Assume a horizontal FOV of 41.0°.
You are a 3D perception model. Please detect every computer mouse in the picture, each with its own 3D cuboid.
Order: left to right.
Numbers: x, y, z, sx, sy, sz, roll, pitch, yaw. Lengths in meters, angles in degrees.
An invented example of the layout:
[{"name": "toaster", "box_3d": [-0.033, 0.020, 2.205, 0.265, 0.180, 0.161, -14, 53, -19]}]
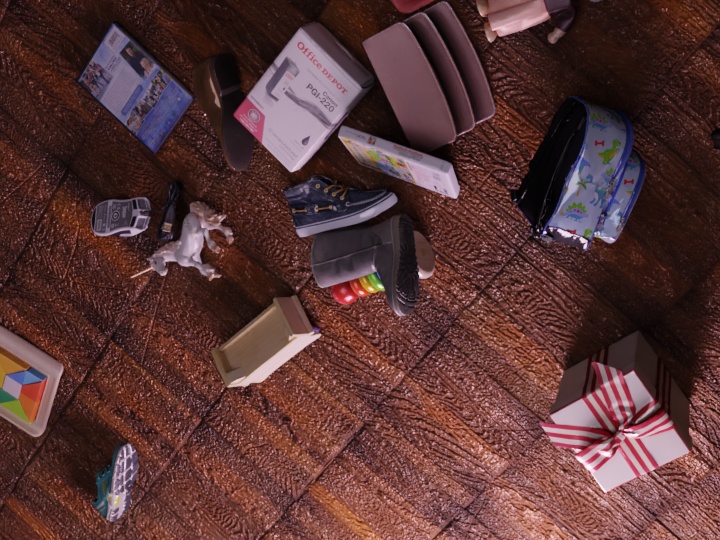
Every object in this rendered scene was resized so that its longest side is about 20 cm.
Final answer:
[{"name": "computer mouse", "box_3d": [-0.419, -0.103, 1.803, 0.198, 0.044, 0.111, -4, 76, 28]}]

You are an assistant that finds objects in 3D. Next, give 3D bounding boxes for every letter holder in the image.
[{"name": "letter holder", "box_3d": [0.115, -0.304, 1.515, 0.141, 0.101, 0.202, -22, 101, 23]}]

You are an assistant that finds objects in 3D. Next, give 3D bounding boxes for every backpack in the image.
[{"name": "backpack", "box_3d": [0.338, -0.150, 1.454, 0.145, 0.183, 0.202, 14, 112, -11]}]

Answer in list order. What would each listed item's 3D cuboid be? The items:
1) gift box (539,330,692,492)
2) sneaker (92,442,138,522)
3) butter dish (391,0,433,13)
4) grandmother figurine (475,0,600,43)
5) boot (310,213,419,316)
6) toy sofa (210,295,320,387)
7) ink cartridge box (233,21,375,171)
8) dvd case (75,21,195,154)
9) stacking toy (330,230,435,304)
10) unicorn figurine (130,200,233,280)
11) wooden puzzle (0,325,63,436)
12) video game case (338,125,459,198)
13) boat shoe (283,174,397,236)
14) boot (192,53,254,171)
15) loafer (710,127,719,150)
[{"name": "gift box", "box_3d": [0.409, 0.223, 1.560, 0.184, 0.187, 0.200, -40, 95, 27]}, {"name": "sneaker", "box_3d": [-0.529, 0.445, 2.043, 0.079, 0.077, 0.202, 29, 117, 17]}, {"name": "butter dish", "box_3d": [0.081, -0.503, 1.425, 0.198, 0.148, 0.201, -24, 101, 26]}, {"name": "grandmother figurine", "box_3d": [0.280, -0.402, 1.443, 0.198, 0.061, 0.122, -15, 113, 26]}, {"name": "boot", "box_3d": [0.001, 0.002, 1.612, 0.198, 0.072, 0.184, -13, 66, 33]}, {"name": "toy sofa", "box_3d": [-0.176, 0.134, 1.803, 0.200, 0.097, 0.083, -39, 69, 27]}, {"name": "ink cartridge box", "box_3d": [-0.093, -0.288, 1.604, 0.146, 0.085, 0.200, 44, 116, -1]}, {"name": "dvd case", "box_3d": [-0.407, -0.327, 1.737, 0.200, 0.018, 0.143, 43, 118, -1]}, {"name": "stacking toy", "box_3d": [0.031, 0.005, 1.681, 0.199, 0.085, 0.086, -26, 100, 33]}, {"name": "unicorn figurine", "box_3d": [-0.317, -0.040, 1.791, 0.137, 0.074, 0.201, 32, 103, 16]}, {"name": "wooden puzzle", "box_3d": [-0.738, 0.240, 2.058, 0.184, 0.037, 0.201, 30, 116, 7]}, {"name": "video game case", "box_3d": [0.066, -0.171, 1.534, 0.180, 0.200, 0.023, 21, 88, 11]}, {"name": "boat shoe", "box_3d": [-0.039, -0.125, 1.652, 0.198, 0.071, 0.092, -15, 106, 25]}, {"name": "boot", "box_3d": [-0.240, -0.272, 1.681, 0.075, 0.073, 0.202, -1, 106, 40]}, {"name": "loafer", "box_3d": [0.606, -0.154, 1.410, 0.198, 0.073, 0.072, 22, 114, 11]}]
